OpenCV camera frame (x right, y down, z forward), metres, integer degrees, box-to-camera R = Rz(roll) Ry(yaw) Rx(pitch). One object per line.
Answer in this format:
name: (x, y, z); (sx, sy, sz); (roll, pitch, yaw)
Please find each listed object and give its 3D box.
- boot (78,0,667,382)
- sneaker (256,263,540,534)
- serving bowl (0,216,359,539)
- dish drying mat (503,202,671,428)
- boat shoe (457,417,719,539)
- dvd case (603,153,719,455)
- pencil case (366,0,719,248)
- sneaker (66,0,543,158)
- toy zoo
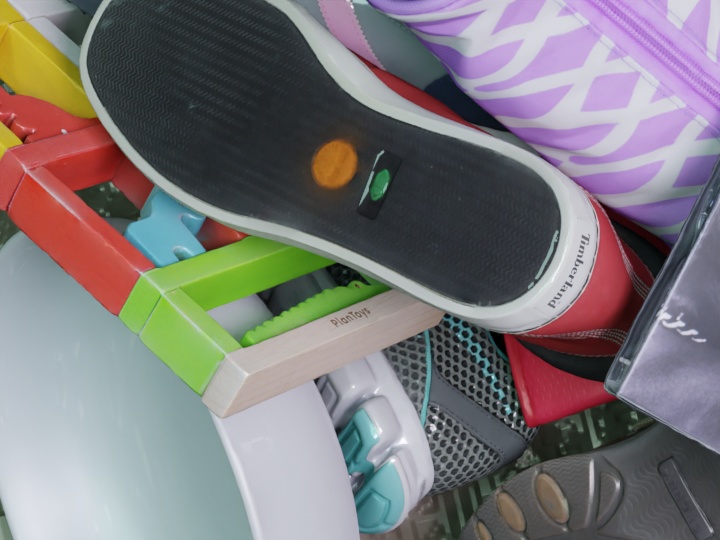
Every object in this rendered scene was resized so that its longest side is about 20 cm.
boot: (0.011, -0.025, 0.922); (0.200, 0.144, 0.073); (31, 92, 28)
sneaker: (0.000, 0.000, 1.022); (0.091, 0.078, 0.201); (-12, 62, -26)
serving bowl: (-0.057, 0.073, 0.982); (0.066, 0.200, 0.201); (-18, 78, -30)
dish drying mat: (0.138, -0.013, 0.950); (0.199, 0.018, 0.077); (-19, 67, 19)
boat shoe: (0.112, 0.081, 0.963); (0.200, 0.072, 0.076); (-32, 77, 41)
dvd case: (0.186, 0.015, 0.876); (0.200, 0.016, 0.149); (29, 85, -23)
pencil case: (0.083, -0.065, 0.873); (0.084, 0.200, 0.085); (-53, 39, 6)
sneaker: (-0.011, -0.105, 0.949); (0.199, 0.082, 0.070); (18, 47, 3)
toy zoo: (-0.074, -0.039, 0.934); (0.200, 0.131, 0.020); (42, 120, 17)
